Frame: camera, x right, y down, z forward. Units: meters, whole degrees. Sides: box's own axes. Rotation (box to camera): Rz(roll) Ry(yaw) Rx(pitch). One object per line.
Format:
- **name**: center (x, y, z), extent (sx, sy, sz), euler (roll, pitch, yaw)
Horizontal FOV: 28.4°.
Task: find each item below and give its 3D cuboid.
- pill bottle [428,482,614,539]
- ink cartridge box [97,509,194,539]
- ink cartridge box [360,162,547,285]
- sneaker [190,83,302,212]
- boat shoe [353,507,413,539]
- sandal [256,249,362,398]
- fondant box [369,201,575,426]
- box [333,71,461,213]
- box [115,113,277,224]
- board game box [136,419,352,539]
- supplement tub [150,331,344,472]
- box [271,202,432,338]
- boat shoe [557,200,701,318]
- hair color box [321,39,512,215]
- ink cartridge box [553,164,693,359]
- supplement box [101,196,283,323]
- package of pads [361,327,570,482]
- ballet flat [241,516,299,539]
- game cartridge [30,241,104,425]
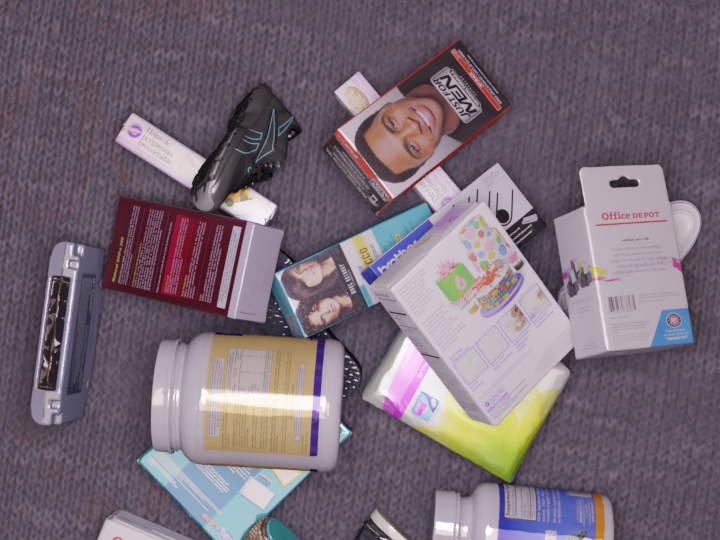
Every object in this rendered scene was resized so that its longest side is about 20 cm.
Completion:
- **pill bottle**: center (0.179, 0.300, 1.613), extent (0.199, 0.112, 0.113), euler (5, 89, 0)
- **ink cartridge box**: center (-0.254, 0.393, 1.623), extent (0.144, 0.084, 0.201), euler (23, 90, 1)
- **ink cartridge box**: center (0.106, -0.024, 1.597), extent (0.200, 0.044, 0.094), euler (-38, 90, -18)
- **sneaker**: center (-0.123, -0.130, 1.599), extent (0.079, 0.075, 0.200), euler (39, 47, -15)
- **boat shoe**: center (0.066, 0.366, 1.631), extent (0.066, 0.075, 0.199), euler (-44, 89, 1)
- **sandal**: center (-0.072, 0.062, 1.655), extent (0.076, 0.043, 0.200), euler (-30, 97, 7)
- **fondant box**: center (0.126, 0.046, 1.540), extent (0.144, 0.058, 0.200), euler (-43, 110, -16)
- **box**: center (0.047, -0.143, 1.654), extent (0.041, 0.039, 0.200), euler (-40, 90, -1)
- **box**: center (-0.187, -0.111, 1.644), extent (0.200, 0.041, 0.039), euler (33, 88, 1)
- **board game box**: center (-0.132, 0.202, 1.645), extent (0.200, 0.047, 0.151), euler (-44, 90, -1)
- **supplement tub**: center (-0.120, 0.142, 1.550), extent (0.199, 0.145, 0.146), euler (4, 89, 0)
- **box**: center (0.000, 0.000, 1.619), extent (0.200, 0.049, 0.083), euler (-26, 93, -18)
- **boat shoe**: center (0.316, -0.007, 1.641), extent (0.200, 0.065, 0.074), euler (-42, 89, -1)
- **hair color box**: center (0.065, -0.163, 1.606), extent (0.200, 0.061, 0.102), euler (-40, 90, -26)
- **ink cartridge box**: center (0.284, -0.010, 1.558), extent (0.115, 0.068, 0.201), euler (-4, 81, -24)
- **supplement box**: center (-0.190, -0.013, 1.593), extent (0.199, 0.061, 0.109), euler (13, 90, 32)
- **package of pads**: center (0.123, 0.127, 1.638), extent (0.200, 0.068, 0.155), euler (30, 90, 0)
- **ballet flat**: center (-0.064, 0.360, 1.632), extent (0.065, 0.071, 0.200), euler (-34, 107, 26)
- **game cartridge**: center (-0.327, 0.070, 1.602), extent (0.041, 0.133, 0.201), euler (7, 88, -1)
